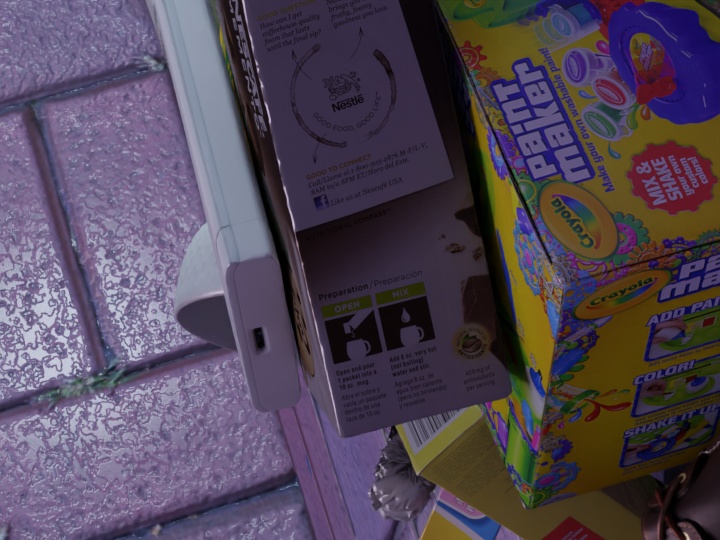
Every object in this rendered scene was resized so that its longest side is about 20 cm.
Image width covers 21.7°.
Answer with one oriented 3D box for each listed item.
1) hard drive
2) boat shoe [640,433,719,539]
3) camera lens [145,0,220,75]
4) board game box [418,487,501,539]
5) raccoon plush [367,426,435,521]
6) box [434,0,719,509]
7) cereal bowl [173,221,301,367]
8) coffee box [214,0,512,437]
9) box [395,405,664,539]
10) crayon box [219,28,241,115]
[{"bbox_3d":[-0.066,-0.051,0.883,0.132,0.027,0.201,84,172,-58],"label":"hard drive"},{"bbox_3d":[0.162,0.122,0.854,0.200,0.070,0.071,93,-179,-56],"label":"boat shoe"},{"bbox_3d":[-0.047,-0.171,1.116,0.200,0.159,0.161,-115,13,-58],"label":"camera lens"},{"bbox_3d":[0.063,0.149,1.133,0.153,0.040,0.201,-51,-17,-71],"label":"board game box"},{"bbox_3d":[0.039,0.061,1.182,0.134,0.096,0.201,60,-127,-73],"label":"raccoon plush"},{"bbox_3d":[0.100,-0.036,0.836,0.193,0.121,0.201,89,163,-57],"label":"box"},{"bbox_3d":[0.000,0.000,1.029,0.200,0.199,0.084,115,164,-76],"label":"cereal bowl"},{"bbox_3d":[-0.002,-0.044,0.806,0.113,0.079,0.201,-135,32,-76],"label":"coffee box"},{"bbox_3d":[0.098,0.108,0.974,0.200,0.050,0.075,36,-161,-38],"label":"box"},{"bbox_3d":[-0.008,-0.117,0.981,0.201,0.126,0.051,96,164,-46],"label":"crayon box"}]
